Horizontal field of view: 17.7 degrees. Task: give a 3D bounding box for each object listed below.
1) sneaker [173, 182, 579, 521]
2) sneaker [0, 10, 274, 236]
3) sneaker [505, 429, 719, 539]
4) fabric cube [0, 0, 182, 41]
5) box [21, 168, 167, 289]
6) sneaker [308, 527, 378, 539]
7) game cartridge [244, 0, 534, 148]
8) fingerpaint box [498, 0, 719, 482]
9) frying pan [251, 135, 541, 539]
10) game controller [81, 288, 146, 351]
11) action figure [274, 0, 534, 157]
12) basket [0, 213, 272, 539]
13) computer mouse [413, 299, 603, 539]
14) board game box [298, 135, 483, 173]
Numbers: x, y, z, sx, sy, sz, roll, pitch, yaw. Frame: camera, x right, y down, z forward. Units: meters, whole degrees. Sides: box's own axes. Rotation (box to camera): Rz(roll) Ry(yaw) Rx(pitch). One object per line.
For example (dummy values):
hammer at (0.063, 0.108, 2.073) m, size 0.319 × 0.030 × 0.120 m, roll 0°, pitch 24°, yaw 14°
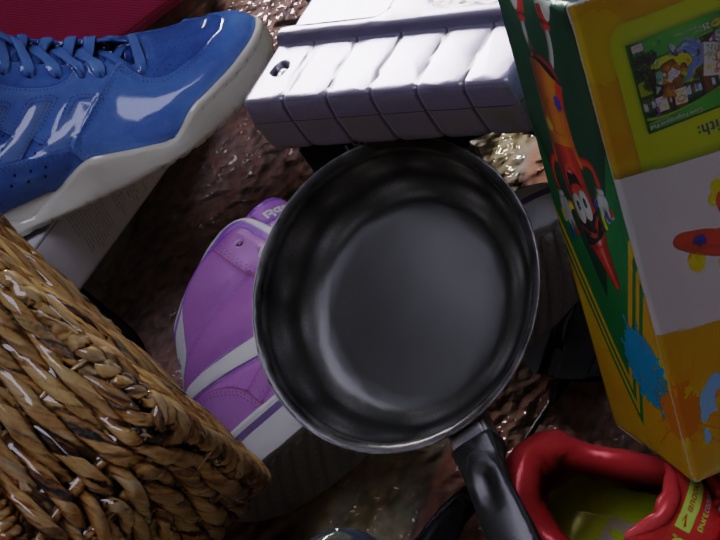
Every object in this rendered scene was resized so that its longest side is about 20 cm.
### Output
sneaker at (-0.001, 0.000, 0.909) m, size 0.200 × 0.073 × 0.115 m, roll -35°, pitch 57°, yaw 23°
sneaker at (-0.142, -0.085, 0.989) m, size 0.199 × 0.112 × 0.077 m, roll -28°, pitch 25°, yaw 2°
sneaker at (0.123, 0.105, 0.771) m, size 0.199 × 0.085 × 0.077 m, roll 15°, pitch 63°, yaw 41°
fabric cube at (-0.211, -0.179, 1.124) m, size 0.199 × 0.200 × 0.196 m, roll -38°, pitch 21°, yaw -3°
box at (-0.172, -0.016, 1.064) m, size 0.144 × 0.036 × 0.200 m, roll -12°, pitch 29°, yaw 31°
sneaker at (0.008, 0.132, 0.828) m, size 0.199 × 0.074 × 0.081 m, roll -2°, pitch 60°, yaw 30°
game cartridge at (0.050, -0.129, 0.868) m, size 0.129 × 0.038 × 0.201 m, roll -5°, pitch 44°, yaw 42°
fingerpaint box at (0.164, -0.048, 0.771) m, size 0.199 × 0.168 × 0.073 m, roll -22°, pitch 18°, yaw -12°
frying pan at (0.040, 0.030, 0.809) m, size 0.190 × 0.031 × 0.115 m, roll 39°, pitch 97°, yaw 28°
game controller at (-0.186, 0.086, 1.036) m, size 0.104 × 0.042 × 0.200 m, roll 37°, pitch 78°, yaw 32°
action figure at (0.050, -0.082, 0.977) m, size 0.199 × 0.102 × 0.119 m, roll 11°, pitch 66°, yaw 48°
basket at (-0.160, 0.060, 0.860) m, size 0.200 × 0.143 × 0.149 m, roll 42°, pitch 89°, yaw 24°
computer mouse at (0.067, 0.046, 0.899) m, size 0.058 × 0.034 × 0.201 m, roll 14°, pitch 62°, yaw 40°
board game box at (0.073, -0.113, 0.883) m, size 0.199 × 0.028 × 0.136 m, roll -19°, pitch 37°, yaw 21°
